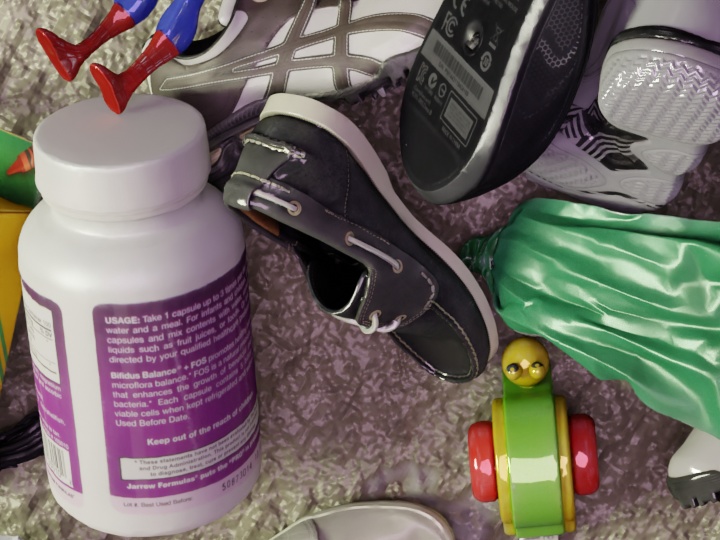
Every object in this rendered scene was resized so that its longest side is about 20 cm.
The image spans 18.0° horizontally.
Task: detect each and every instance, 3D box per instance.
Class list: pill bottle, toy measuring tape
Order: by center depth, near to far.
[{"bbox_3d":[-0.109,0.020,1.117,0.112,0.112,0.201,0,119,4],"label":"pill bottle"},{"bbox_3d":[0.092,0.134,1.172,0.073,0.074,0.201,-4,101,5],"label":"toy measuring tape"}]

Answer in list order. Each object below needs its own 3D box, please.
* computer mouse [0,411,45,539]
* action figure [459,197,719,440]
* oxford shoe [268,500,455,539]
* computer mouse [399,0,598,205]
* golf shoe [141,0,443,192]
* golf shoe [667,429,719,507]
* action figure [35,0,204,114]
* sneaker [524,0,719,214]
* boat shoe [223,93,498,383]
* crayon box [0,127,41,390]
[{"bbox_3d":[-0.196,0.166,1.155,0.109,0.044,0.201,-14,55,6],"label":"computer mouse"},{"bbox_3d":[0.130,0.011,1.111,0.199,0.055,0.119,18,98,36],"label":"action figure"},{"bbox_3d":[-0.045,0.175,1.197,0.199,0.058,0.076,-16,97,5],"label":"oxford shoe"},{"bbox_3d":[0.081,-0.116,1.036,0.052,0.139,0.201,8,121,-31],"label":"computer mouse"},{"bbox_3d":[-0.019,-0.123,1.125,0.199,0.078,0.095,-30,98,8],"label":"golf shoe"},{"bbox_3d":[0.214,0.030,1.136,0.200,0.078,0.095,-44,94,0],"label":"golf shoe"},{"bbox_3d":[-0.068,-0.164,1.103,0.065,0.052,0.200,30,67,37],"label":"action figure"},{"bbox_3d":[0.140,-0.102,1.083,0.075,0.200,0.115,21,72,-6],"label":"sneaker"},{"bbox_3d":[0.000,0.000,1.116,0.072,0.068,0.200,3,146,39],"label":"boat shoe"},{"bbox_3d":[-0.235,0.015,1.153,0.127,0.051,0.201,21,104,35],"label":"crayon box"}]
